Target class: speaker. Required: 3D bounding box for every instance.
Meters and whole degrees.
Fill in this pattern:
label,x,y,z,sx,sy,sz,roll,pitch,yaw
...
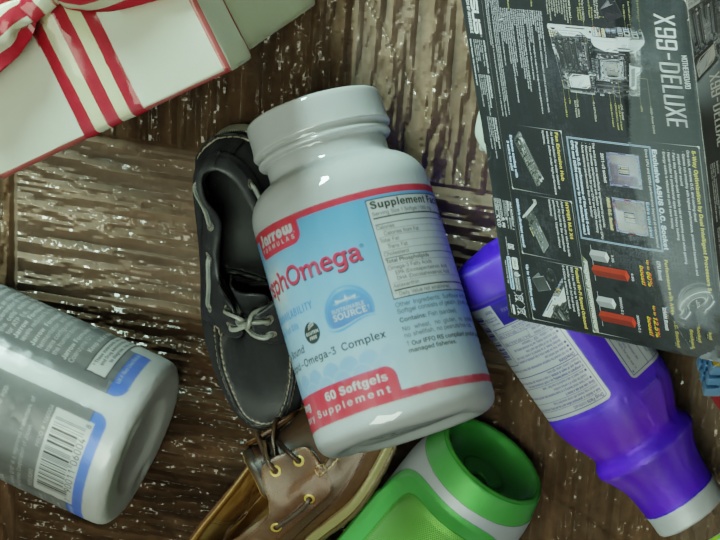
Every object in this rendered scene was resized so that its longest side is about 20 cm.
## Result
label,x,y,z,sx,sy,sz,roll,pitch,yaw
speaker,0.027,0.185,1.429,0.088,0.088,0.200,38,116,2

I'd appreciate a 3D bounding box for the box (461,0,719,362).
label,x,y,z,sx,sy,sz,roll,pitch,yaw
box,0.135,-0.062,1.201,0.157,0.050,0.201,11,118,46

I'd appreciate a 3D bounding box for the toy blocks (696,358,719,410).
label,x,y,z,sx,sy,sz,roll,pitch,yaw
toy blocks,0.245,0.033,1.261,0.136,0.100,0.200,0,138,-5

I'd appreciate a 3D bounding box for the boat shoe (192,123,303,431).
label,x,y,z,sx,sy,sz,roll,pitch,yaw
boat shoe,-0.074,0.013,1.411,0.072,0.063,0.201,1,110,15

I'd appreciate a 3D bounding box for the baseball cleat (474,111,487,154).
label,x,y,z,sx,sy,sz,roll,pitch,yaw
baseball cleat,0.160,-0.057,1.301,0.200,0.070,0.107,31,124,5

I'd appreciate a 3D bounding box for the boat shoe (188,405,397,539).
label,x,y,z,sx,sy,sz,roll,pitch,yaw
boat shoe,-0.039,0.126,1.421,0.067,0.072,0.200,24,115,-26

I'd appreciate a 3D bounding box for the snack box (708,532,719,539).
label,x,y,z,sx,sy,sz,roll,pitch,yaw
snack box,0.310,0.194,1.317,0.142,0.053,0.200,-38,117,25

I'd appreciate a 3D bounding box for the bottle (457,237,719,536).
label,x,y,z,sx,sy,sz,roll,pitch,yaw
bottle,0.140,0.064,1.351,0.200,0.065,0.083,54,149,-5

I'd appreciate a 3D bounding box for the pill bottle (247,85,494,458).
label,x,y,z,sx,sy,sz,roll,pitch,yaw
pill bottle,0.000,0.000,1.334,0.109,0.109,0.201,-22,79,24

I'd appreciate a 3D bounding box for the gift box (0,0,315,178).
label,x,y,z,sx,sy,sz,roll,pitch,yaw
gift box,-0.163,-0.179,1.303,0.184,0.187,0.200,-28,99,24

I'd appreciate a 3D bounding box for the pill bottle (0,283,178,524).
label,x,y,z,sx,sy,sz,roll,pitch,yaw
pill bottle,-0.226,0.071,1.455,0.200,0.114,0.114,24,115,9
